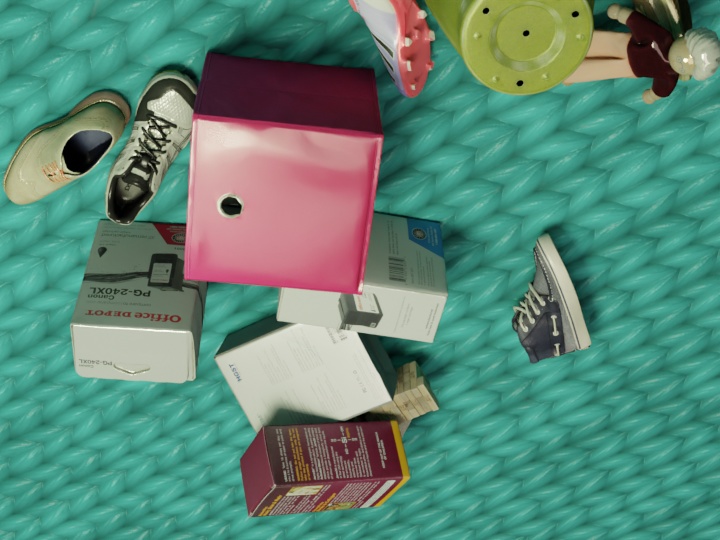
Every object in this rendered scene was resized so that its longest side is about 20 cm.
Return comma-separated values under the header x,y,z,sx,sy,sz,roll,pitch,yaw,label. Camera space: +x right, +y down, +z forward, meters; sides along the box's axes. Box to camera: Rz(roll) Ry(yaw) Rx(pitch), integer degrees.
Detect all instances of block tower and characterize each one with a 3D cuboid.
x,y,z,sx,sy,sz,roll,pitch,yaw,label
0.010,0.193,1.547,0.198,0.058,0.054,-23,126,17,block tower

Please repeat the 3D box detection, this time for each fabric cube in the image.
x,y,z,sx,sy,sz,roll,pitch,yaw,label
-0.087,-0.109,1.235,0.196,0.201,0.199,6,119,-6,fabric cube

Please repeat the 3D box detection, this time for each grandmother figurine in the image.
x,y,z,sx,sy,sz,roll,pitch,yaw,label
0.296,-0.226,1.180,0.199,0.061,0.121,10,150,49,grandmother figurine

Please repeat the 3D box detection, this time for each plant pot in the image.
x,y,z,sx,sy,sz,roll,pitch,yaw,label
0.154,-0.280,1.119,0.197,0.194,0.202,0,130,0,plant pot

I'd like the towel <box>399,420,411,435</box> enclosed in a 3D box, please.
x,y,z,sx,sy,sz,roll,pitch,yaw,label
-0.022,0.203,1.609,0.197,0.035,0.134,15,125,-14,towel

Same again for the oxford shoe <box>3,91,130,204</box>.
x,y,z,sx,sy,sz,roll,pitch,yaw,label
-0.355,-0.133,1.304,0.199,0.074,0.071,-36,122,25,oxford shoe

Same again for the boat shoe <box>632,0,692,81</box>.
x,y,z,sx,sy,sz,roll,pitch,yaw,label
0.313,-0.290,1.197,0.062,0.074,0.202,-9,133,28,boat shoe

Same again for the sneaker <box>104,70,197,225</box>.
x,y,z,sx,sy,sz,roll,pitch,yaw,label
-0.243,-0.136,1.296,0.075,0.088,0.201,21,124,-15,sneaker

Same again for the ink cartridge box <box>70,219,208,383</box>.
x,y,z,sx,sy,sz,roll,pitch,yaw,label
-0.265,0.034,1.359,0.143,0.201,0.084,3,130,-4,ink cartridge box

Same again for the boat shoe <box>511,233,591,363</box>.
x,y,z,sx,sy,sz,roll,pitch,yaw,label
0.237,0.045,1.458,0.092,0.075,0.201,-22,127,6,boat shoe

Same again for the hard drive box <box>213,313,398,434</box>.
x,y,z,sx,sy,sz,roll,pitch,yaw,label
-0.071,0.131,1.492,0.198,0.077,0.157,-23,106,16,hard drive box

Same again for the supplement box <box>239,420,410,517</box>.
x,y,z,sx,sy,sz,roll,pitch,yaw,label
-0.049,0.264,1.481,0.197,0.087,0.111,2,148,-26,supplement box

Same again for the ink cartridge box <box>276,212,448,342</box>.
x,y,z,sx,sy,sz,roll,pitch,yaw,label
0.000,0.000,1.373,0.197,0.146,0.084,9,130,-8,ink cartridge box

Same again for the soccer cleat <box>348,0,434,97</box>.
x,y,z,sx,sy,sz,roll,pitch,yaw,label
0.027,-0.279,1.212,0.076,0.067,0.201,17,146,32,soccer cleat
